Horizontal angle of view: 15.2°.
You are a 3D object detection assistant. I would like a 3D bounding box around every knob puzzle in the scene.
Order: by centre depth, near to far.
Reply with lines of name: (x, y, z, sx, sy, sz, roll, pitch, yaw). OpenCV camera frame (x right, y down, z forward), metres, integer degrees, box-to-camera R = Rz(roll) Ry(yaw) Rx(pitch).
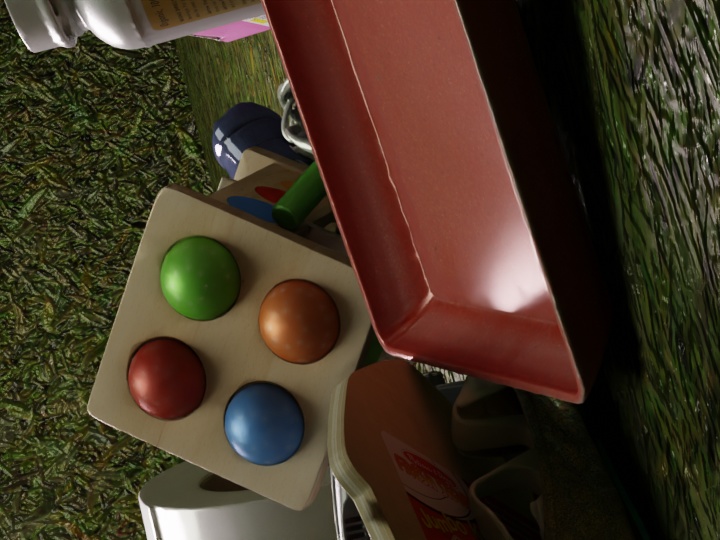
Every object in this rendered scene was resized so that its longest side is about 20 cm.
knob puzzle: (0.043, 0.118, 1.127, 0.220, 0.030, 0.220, 44, -162, -19)

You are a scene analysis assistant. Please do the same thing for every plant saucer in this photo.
plant saucer: (0.031, -0.054, 1.108, 0.199, 0.037, 0.201, 11, 123, 66)

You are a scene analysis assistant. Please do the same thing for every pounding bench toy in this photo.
pounding bench toy: (-0.033, -0.007, 1.354, 0.201, 0.124, 0.156, -71, -13, 16)

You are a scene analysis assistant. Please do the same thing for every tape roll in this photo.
tape roll: (-0.057, 0.213, 2.038, 0.203, 0.202, 0.140, -132, 29, -79)

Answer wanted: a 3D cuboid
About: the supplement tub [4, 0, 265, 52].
supplement tub: (-0.070, -0.183, 1.231, 0.144, 0.199, 0.145, -14, -90, -88)

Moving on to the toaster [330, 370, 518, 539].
toaster: (0.050, 0.148, 1.289, 0.129, 0.113, 0.201, 99, 158, -85)

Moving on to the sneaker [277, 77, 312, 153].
sneaker: (-0.015, -0.103, 1.584, 0.200, 0.070, 0.073, 175, 83, -84)

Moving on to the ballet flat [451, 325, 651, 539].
ballet flat: (0.072, 0.076, 1.129, 0.071, 0.070, 0.200, 83, 172, -45)

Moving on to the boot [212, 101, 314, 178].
boot: (-0.031, -0.038, 1.666, 0.091, 0.073, 0.200, 56, 179, 21)

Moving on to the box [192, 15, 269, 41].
box: (-0.102, -0.252, 1.650, 0.176, 0.096, 0.201, -1, -104, -65)
